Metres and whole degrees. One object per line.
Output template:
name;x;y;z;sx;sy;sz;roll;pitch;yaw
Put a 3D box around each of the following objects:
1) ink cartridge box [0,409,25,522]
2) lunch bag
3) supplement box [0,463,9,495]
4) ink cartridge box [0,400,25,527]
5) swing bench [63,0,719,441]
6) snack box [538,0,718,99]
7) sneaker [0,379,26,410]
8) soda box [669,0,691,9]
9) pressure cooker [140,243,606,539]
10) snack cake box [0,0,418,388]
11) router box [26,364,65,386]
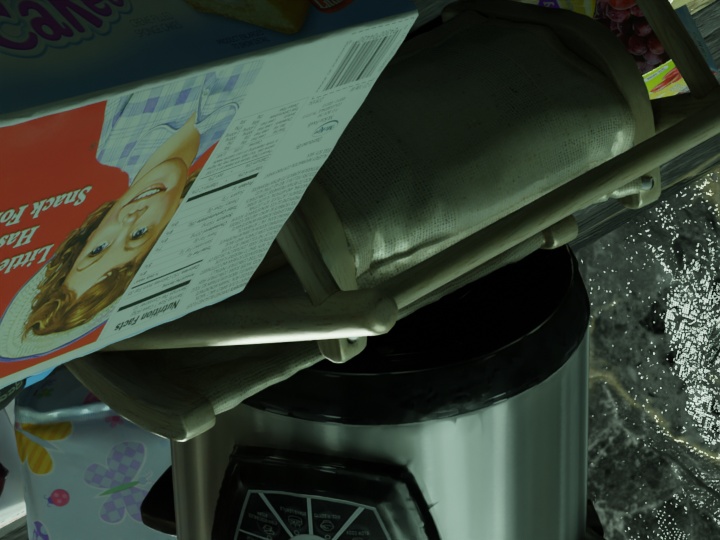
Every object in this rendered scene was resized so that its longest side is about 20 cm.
ink cartridge box;-0.283;0.128;1.341;0.175;0.084;0.200;-30;175;25
lunch bag;-0.096;0.104;1.391;0.126;0.171;0.200;-2;-162;5
supplement box;-0.216;0.070;0.820;0.199;0.109;0.061;-13;137;-49
ink cartridge box;-0.194;0.101;1.641;0.116;0.068;0.200;-27;175;-15
swing bench;0.001;-0.039;0.982;0.198;0.130;0.200;-27;174;-34
snack box;0.057;-0.074;1.279;0.199;0.068;0.169;-27;175;14
sneaker;-0.127;-0.001;0.892;0.075;0.088;0.200;-26;174;-20
soda box;0.185;-0.170;1.056;0.199;0.064;0.068;-28;175;-20
pressure cooker;0.011;0.082;1.124;0.178;0.201;0.176;-15;-147;-22
snack cake box;-0.083;-0.034;0.743;0.200;0.067;0.115;-22;151;-56
router box;-0.163;0.023;1.129;0.149;0.051;0.200;-25;174;-17
